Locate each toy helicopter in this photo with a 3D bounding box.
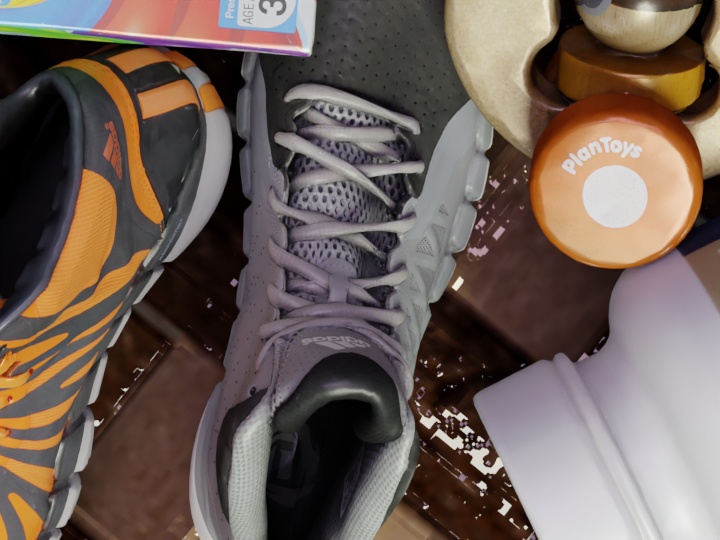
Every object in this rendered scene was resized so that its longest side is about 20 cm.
[{"bbox_3d":[0.115,-0.094,0.710,0.199,0.079,0.133,-19,109,15],"label":"toy helicopter"}]

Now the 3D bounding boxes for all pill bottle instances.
[{"bbox_3d":[0.137,0.028,0.735,0.199,0.111,0.111,-26,85,0],"label":"pill bottle"}]

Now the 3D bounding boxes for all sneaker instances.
[{"bbox_3d":[0.000,0.000,0.727,0.075,0.115,0.201,8,96,-6],"label":"sneaker"},{"bbox_3d":[-0.115,0.025,0.729,0.077,0.112,0.201,29,105,15],"label":"sneaker"}]

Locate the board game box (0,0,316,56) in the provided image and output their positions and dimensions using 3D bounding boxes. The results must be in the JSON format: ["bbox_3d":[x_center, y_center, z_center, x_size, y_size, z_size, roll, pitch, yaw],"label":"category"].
[{"bbox_3d":[-0.113,-0.114,0.679,0.199,0.105,0.103,4,95,-10],"label":"board game box"}]
